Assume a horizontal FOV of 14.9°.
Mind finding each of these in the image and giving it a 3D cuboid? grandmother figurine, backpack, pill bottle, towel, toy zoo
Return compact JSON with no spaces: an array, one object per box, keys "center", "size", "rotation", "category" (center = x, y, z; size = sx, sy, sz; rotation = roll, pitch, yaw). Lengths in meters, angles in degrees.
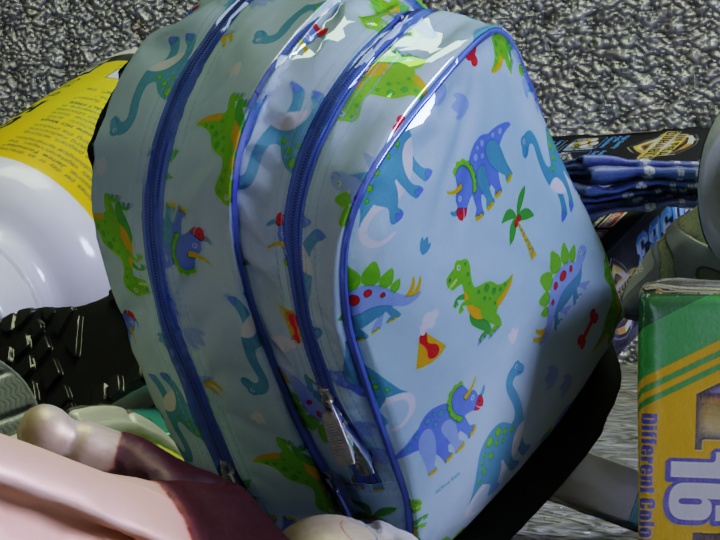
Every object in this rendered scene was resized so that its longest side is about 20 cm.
[{"center":[-0.054,0.079,0.746],"size":[0.200,0.121,0.061],"rotation":[16,-50,-42],"category":"grandmother figurine"},{"center":[0.000,0.000,0.855],"size":[0.163,0.200,0.154],"rotation":[-44,25,-29],"category":"backpack"},{"center":[-0.129,-0.013,1.185],"size":[0.112,0.113,0.200],"rotation":[2,25,29],"category":"pill bottle"},{"center":[0.165,-0.024,1.051],"size":[0.199,0.024,0.145],"rotation":[3,0,-6],"category":"towel"},{"center":[0.089,0.082,1.030],"size":[0.200,0.021,0.131],"rotation":[21,-4,-12],"category":"toy zoo"}]

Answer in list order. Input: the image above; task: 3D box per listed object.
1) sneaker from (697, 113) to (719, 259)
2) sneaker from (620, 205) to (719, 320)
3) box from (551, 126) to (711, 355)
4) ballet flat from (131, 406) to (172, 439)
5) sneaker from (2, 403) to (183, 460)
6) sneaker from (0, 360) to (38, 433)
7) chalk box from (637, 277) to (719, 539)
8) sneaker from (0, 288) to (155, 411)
[{"center":[0.199,-0.027,0.891],"size":[0.088,0.074,0.200],"rotation":[2,9,39],"category":"sneaker"},{"center":[0.169,0.050,0.976],"size":[0.081,0.200,0.074],"rotation":[-35,11,15],"category":"sneaker"},{"center":[0.045,-0.007,1.185],"size":[0.198,0.050,0.200],"rotation":[-2,21,27],"category":"box"},{"center":[-0.142,0.086,0.945],"size":[0.199,0.070,0.069],"rotation":[-3,1,-7],"category":"ballet flat"},{"center":[-0.089,0.091,0.841],"size":[0.090,0.078,0.200],"rotation":[31,9,27],"category":"sneaker"},{"center":[-0.197,0.068,0.867],"size":[0.200,0.073,0.071],"rotation":[-10,-15,-35],"category":"sneaker"},{"center":[0.189,0.068,0.856],"size":[0.199,0.124,0.124],"rotation":[3,0,12],"category":"chalk box"},{"center":[-0.077,0.053,1.023],"size":[0.200,0.076,0.088],"rotation":[-22,-45,37],"category":"sneaker"}]
